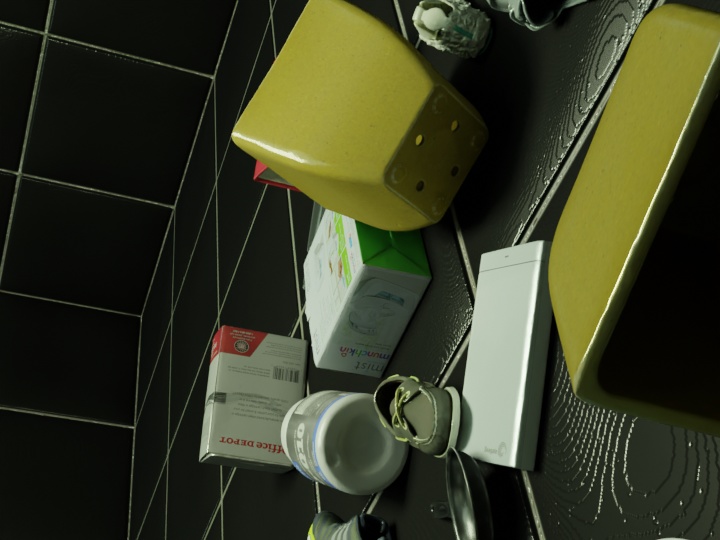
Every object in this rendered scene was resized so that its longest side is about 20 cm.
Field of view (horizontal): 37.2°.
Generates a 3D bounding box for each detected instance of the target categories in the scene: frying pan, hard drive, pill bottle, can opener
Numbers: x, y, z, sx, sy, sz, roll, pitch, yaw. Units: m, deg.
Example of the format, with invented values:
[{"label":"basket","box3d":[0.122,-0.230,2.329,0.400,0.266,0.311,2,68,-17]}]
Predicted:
[{"label":"frying pan","box3d":[0.098,0.241,1.017,0.191,0.030,0.116,91,169,-56]},{"label":"hard drive","box3d":[0.136,0.080,1.007,0.132,0.026,0.204,165,114,-71]},{"label":"pill bottle","box3d":[-0.027,0.203,1.291,0.200,0.112,0.116,165,115,-70]},{"label":"can opener","box3d":[-0.047,-0.037,1.621,0.066,0.052,0.204,-7,71,35]}]

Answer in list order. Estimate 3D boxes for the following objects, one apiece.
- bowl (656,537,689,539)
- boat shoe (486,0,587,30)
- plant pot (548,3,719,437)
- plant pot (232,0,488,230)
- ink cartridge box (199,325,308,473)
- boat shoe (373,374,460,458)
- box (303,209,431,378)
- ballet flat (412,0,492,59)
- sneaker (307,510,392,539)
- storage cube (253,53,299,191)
[{"label":"bowl","box3d":[0.204,0.252,0.570,0.200,0.103,0.204,-169,90,-71]},{"label":"boat shoe","box3d":[0.171,-0.275,1.041,0.200,0.069,0.073,179,105,-69]},{"label":"plant pot","box3d":[0.212,-0.040,0.601,0.201,0.192,0.197,-103,29,-65]},{"label":"plant pot","box3d":[0.022,-0.156,1.168,0.199,0.194,0.197,29,88,42]},{"label":"ink cartridge box","box3d":[-0.166,0.203,1.663,0.083,0.144,0.203,136,142,-62]},{"label":"boat shoe","box3d":[0.058,0.148,1.111,0.202,0.059,0.073,-177,99,-81]},{"label":"box","box3d":[0.000,0.000,1.357,0.202,0.095,0.178,-101,28,-49]},{"label":"ballet flat","box3d":[0.099,-0.302,1.286,0.200,0.071,0.073,-129,53,-68]},{"label":"sneaker","box3d":[-0.001,0.316,1.237,0.199,0.073,0.082,23,94,64]},{"label":"storage cube","box3d":[-0.037,-0.208,1.474,0.200,0.168,0.183,162,118,-70]}]
